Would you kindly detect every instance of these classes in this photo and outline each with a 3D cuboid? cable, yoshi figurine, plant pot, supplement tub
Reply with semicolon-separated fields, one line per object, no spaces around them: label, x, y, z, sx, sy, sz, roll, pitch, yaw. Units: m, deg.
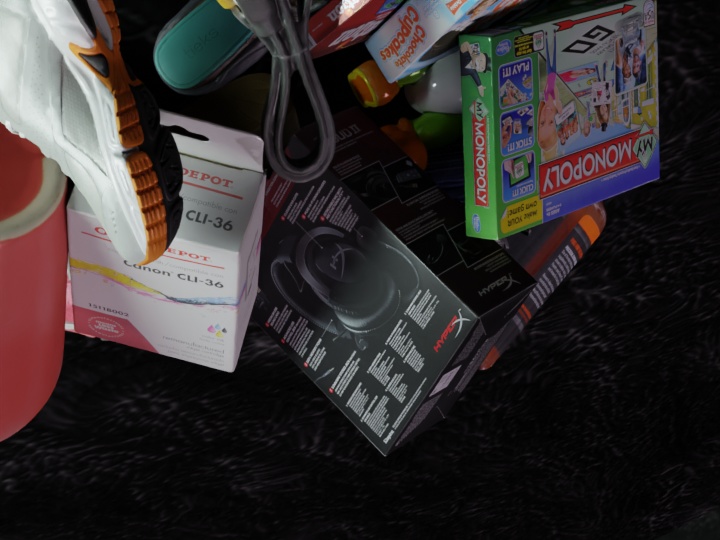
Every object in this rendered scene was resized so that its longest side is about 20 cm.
cable;-0.049;-0.154;1.276;0.097;0.050;0.201;-26;122;-2
yoshi figurine;0.100;-0.145;1.507;0.199;0.112;0.113;-26;149;-15
plant pot;-0.272;-0.012;1.342;0.199;0.201;0.178;-11;144;-29
supplement tub;0.120;-0.027;1.644;0.200;0.107;0.107;-49;159;-7

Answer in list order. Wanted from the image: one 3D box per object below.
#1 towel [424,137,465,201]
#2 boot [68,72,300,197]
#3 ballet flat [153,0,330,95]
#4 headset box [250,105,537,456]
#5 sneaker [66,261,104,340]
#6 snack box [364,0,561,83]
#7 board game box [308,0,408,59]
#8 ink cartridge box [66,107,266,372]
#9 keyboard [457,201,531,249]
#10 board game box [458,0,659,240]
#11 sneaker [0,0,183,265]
towel;0.101;-0.088;1.559;0.144;0.024;0.200;-6;-162;26
boot;-0.122;-0.041;1.514;0.199;0.073;0.156;-28;141;-5
ballet flat;-0.048;-0.183;1.332;0.200;0.073;0.073;-37;155;19
headset box;0.000;0.000;1.432;0.077;0.200;0.149;-26;155;-47
sneaker;-0.220;0.006;1.544;0.199;0.074;0.087;-11;148;-4
snack box;0.105;-0.196;1.395;0.199;0.037;0.116;-29;173;-38
board game box;0.028;-0.183;1.364;0.103;0.020;0.200;-35;178;28
ink cartridge box;-0.125;-0.021;1.350;0.116;0.068;0.200;14;149;3
keyboard;0.058;-0.054;1.546;0.103;0.040;0.200;2;-167;-15
board game box;0.139;-0.109;1.429;0.029;0.136;0.199;8;-161;39
sneaker;-0.175;-0.093;1.255;0.092;0.201;0.076;-21;180;20
